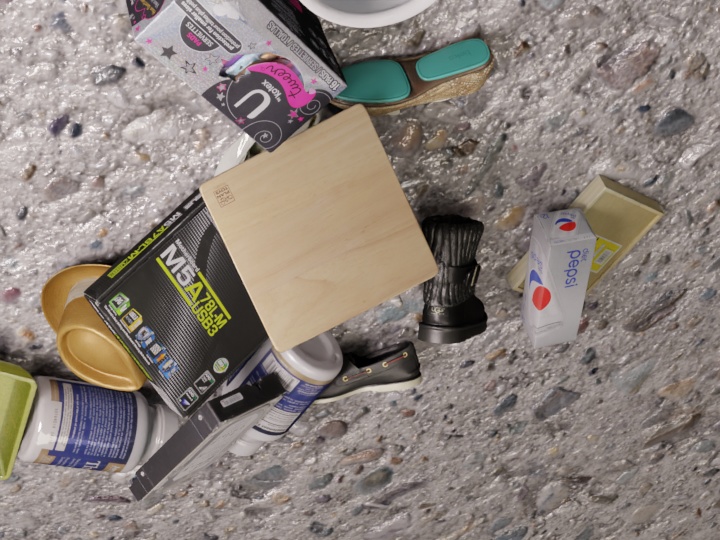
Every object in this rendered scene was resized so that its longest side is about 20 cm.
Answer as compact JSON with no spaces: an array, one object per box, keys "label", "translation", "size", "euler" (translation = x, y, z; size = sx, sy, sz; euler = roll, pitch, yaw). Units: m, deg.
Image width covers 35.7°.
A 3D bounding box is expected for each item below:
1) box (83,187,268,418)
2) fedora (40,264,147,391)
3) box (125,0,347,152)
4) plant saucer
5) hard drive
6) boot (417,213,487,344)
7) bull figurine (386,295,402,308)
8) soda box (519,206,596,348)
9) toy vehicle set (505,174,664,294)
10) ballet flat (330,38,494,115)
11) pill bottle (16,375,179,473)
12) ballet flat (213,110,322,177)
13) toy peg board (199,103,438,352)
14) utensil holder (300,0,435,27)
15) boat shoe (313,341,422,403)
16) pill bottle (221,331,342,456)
[{"label":"box","translation":[-0.197,0.039,1.324],"size":[0.193,0.047,0.201],"euler":[-42,124,-19]},{"label":"fedora","translation":[-0.304,0.084,1.357],"size":[0.197,0.082,0.203],"euler":[7,133,7]},{"label":"box","translation":[-0.126,-0.236,1.106],"size":[0.114,0.133,0.199],"euler":[-38,134,17]},{"label":"plant saucer","translation":[-0.517,0.164,1.404],"size":[0.197,0.048,0.201],"euler":[16,128,-15]},{"label":"hard drive","translation":[-0.197,0.215,1.432],"size":[0.200,0.038,0.139],"euler":[-43,167,31]},{"label":"boot","translation":[0.127,0.005,1.479],"size":[0.078,0.211,0.161],"euler":[3,95,12]},{"label":"bull figurine","translation":[0.000,0.000,1.442],"size":[0.119,0.066,0.202],"euler":[-4,135,-21]},{"label":"soda box","translation":[0.264,0.013,1.512],"size":[0.067,0.064,0.202],"euler":[-9,136,-10]},{"label":"toy vehicle set","translation":[0.310,-0.034,1.548],"size":[0.123,0.027,0.201],"euler":[19,125,-34]},{"label":"ballet flat","translation":[0.056,-0.205,1.258],"size":[0.197,0.071,0.066],"euler":[-12,151,-4]},{"label":"pill bottle","translation":[-0.348,0.209,1.487],"size":[0.197,0.112,0.112],"euler":[13,128,-30]},{"label":"ballet flat","translation":[-0.107,-0.131,1.269],"size":[0.069,0.070,0.200],"euler":[19,125,-34]},{"label":"toy peg board","translation":[-0.045,-0.048,1.238],"size":[0.198,0.098,0.202],"euler":[-26,96,1]},{"label":"utensil holder","translation":[-0.008,-0.342,0.994],"size":[0.167,0.202,0.172],"euler":[-10,136,-10]},{"label":"boat shoe","translation":[-0.013,0.146,1.588],"size":[0.198,0.074,0.064],"euler":[-12,102,6]},{"label":"pill bottle","translation":[-0.120,0.160,1.523],"size":[0.110,0.112,0.200],"euler":[19,125,-34]}]
